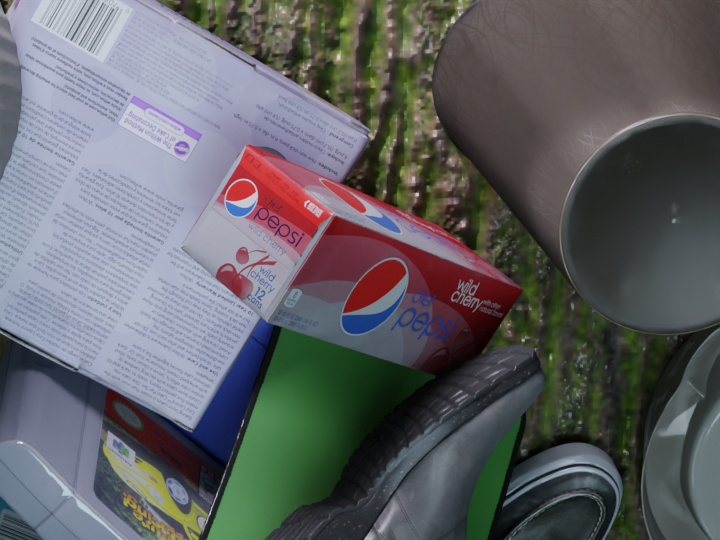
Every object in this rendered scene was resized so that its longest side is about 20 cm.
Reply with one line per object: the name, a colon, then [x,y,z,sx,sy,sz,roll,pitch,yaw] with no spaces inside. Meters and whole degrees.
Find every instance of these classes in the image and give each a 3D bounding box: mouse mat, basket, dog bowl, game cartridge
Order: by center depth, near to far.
basket: [0.137,-0.061,1.306,0.179,0.200,0.137,-1,114,-6]
game cartridge: [-0.111,0.126,1.369,0.200,0.133,0.041,40,115,-21]
mouse mat: [0.004,0.115,1.392,0.160,0.201,0.008,31,147,-18]
dog bowl: [0.248,0.099,1.467,0.199,0.059,0.201,-3,115,-6]

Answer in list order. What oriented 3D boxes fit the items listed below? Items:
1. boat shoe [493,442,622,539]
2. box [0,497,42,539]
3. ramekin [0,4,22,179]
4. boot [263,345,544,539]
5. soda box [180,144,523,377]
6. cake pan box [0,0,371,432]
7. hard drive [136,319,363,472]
boat shoe: [0.075,0.184,1.478,0.072,0.071,0.200,37,105,-20]
box: [-0.210,0.214,1.406,0.049,0.082,0.201,22,125,-6]
ramekin: [-0.257,-0.086,1.267,0.199,0.105,0.202,0,89,15]
boot: [0.043,0.143,1.342,0.200,0.070,0.132,-42,104,-9]
soda box: [0.000,0.000,1.328,0.064,0.070,0.200,-57,149,8]
cake pan box: [-0.124,-0.043,1.347,0.199,0.052,0.185,28,96,-14]
hard drive: [-0.108,0.092,1.442,0.132,0.025,0.200,39,104,-20]
